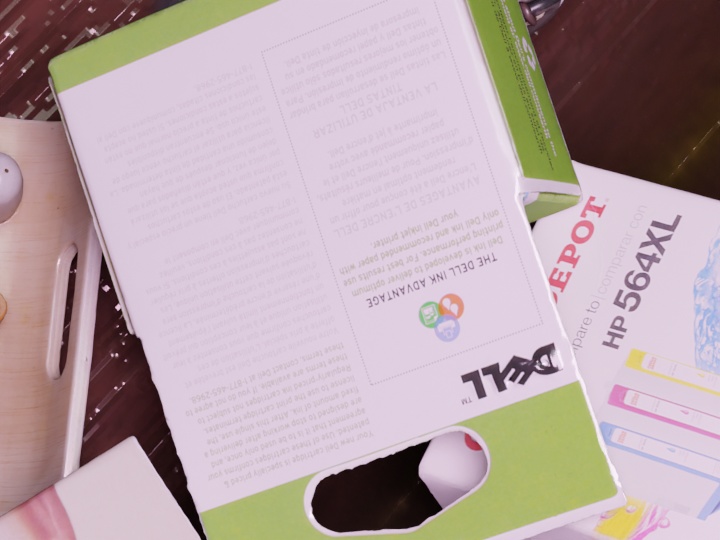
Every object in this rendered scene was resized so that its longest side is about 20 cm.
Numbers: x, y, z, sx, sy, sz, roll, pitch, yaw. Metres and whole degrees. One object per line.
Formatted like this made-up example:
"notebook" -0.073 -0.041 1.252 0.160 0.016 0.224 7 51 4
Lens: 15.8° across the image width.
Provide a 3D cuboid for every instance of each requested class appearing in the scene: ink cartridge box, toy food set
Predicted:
"ink cartridge box" 0.000 0.000 0.862 0.147 0.076 0.201 -20 84 19
"toy food set" -0.188 0.002 0.874 0.199 0.060 0.144 7 77 -14
"ink cartridge box" 0.124 0.062 0.881 0.199 0.125 0.129 17 69 29

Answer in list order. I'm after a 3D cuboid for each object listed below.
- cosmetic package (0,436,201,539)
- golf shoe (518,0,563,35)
"cosmetic package" -0.135 0.149 0.827 0.199 0.103 0.087 -30 75 -18
"golf shoe" 0.021 -0.094 0.935 0.078 0.094 0.200 41 73 -5
